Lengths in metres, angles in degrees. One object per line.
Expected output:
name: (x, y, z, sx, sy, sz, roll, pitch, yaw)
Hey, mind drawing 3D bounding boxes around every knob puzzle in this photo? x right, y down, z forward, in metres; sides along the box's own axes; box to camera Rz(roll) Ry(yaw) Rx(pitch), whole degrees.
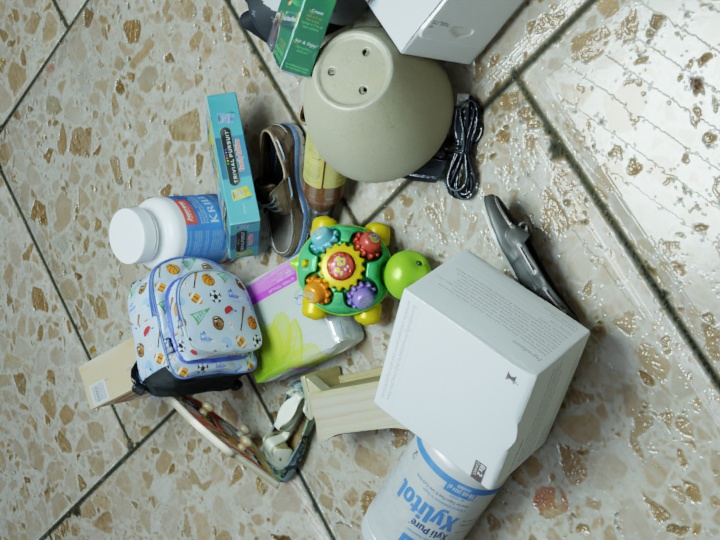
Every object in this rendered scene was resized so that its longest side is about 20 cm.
knob puzzle: (-0.210, 0.228, 1.754, 0.219, 0.220, 0.031, 39, 89, 30)

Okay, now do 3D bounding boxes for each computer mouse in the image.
computer mouse: (0.067, -0.173, 1.585, 0.199, 0.053, 0.140, 12, 103, 38)

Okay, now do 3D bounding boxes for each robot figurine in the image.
robot figurine: (-0.079, -0.383, 1.635, 0.199, 0.125, 0.151, -13, 99, 40)

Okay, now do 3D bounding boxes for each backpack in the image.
backpack: (-0.247, 0.075, 1.713, 0.154, 0.199, 0.192, -39, 65, 32)

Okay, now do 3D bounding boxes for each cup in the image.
cup: (0.008, -0.226, 1.486, 0.198, 0.143, 0.202, -3, 78, 15)

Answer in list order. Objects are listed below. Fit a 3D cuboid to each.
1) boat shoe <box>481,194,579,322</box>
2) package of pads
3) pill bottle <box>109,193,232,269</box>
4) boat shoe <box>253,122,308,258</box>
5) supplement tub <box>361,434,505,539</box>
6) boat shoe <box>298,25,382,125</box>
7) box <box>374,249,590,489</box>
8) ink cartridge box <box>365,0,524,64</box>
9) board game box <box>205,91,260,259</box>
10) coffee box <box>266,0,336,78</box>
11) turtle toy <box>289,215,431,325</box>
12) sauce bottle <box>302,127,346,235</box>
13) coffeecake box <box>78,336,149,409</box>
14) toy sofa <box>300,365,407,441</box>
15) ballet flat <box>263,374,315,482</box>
boat shoe: (0.214, -0.011, 1.480, 0.057, 0.067, 0.201, -25, 84, 19)
package of pads: (-0.098, 0.071, 1.742, 0.199, 0.068, 0.156, -29, 76, 39)
pill bottle: (-0.278, -0.058, 1.792, 0.112, 0.199, 0.113, 6, 99, 39)
boat shoe: (-0.125, -0.116, 1.739, 0.072, 0.072, 0.202, -1, 95, 40)
supplement tub: (0.100, 0.296, 1.563, 0.132, 0.131, 0.201, 44, 120, 27)
boat shoe: (-0.014, -0.260, 1.628, 0.200, 0.074, 0.076, -47, 66, 34)
box: (0.145, 0.121, 1.451, 0.199, 0.130, 0.200, 35, 132, 24)
ink cartridge box: (0.089, -0.384, 1.471, 0.146, 0.146, 0.201, -47, 62, 33)
board game box: (-0.189, -0.137, 1.733, 0.151, 0.047, 0.202, 109, 151, -71)
coffee box: (-0.059, -0.351, 1.447, 0.123, 0.044, 0.201, -115, 43, -61)
turtle toy: (0.000, 0.000, 1.610, 0.198, 0.101, 0.147, 6, 86, 5)
sauce bottle: (-0.051, -0.137, 1.653, 0.066, 0.066, 0.201, 38, 136, 30)
coffeecake box: (-0.311, 0.147, 1.844, 0.153, 0.199, 0.074, -27, 78, 39)
toy sofa: (0.018, 0.174, 1.647, 0.199, 0.083, 0.098, -15, 89, 40)
ballet flat: (-0.112, 0.240, 1.774, 0.074, 0.074, 0.201, 37, 117, 31)
